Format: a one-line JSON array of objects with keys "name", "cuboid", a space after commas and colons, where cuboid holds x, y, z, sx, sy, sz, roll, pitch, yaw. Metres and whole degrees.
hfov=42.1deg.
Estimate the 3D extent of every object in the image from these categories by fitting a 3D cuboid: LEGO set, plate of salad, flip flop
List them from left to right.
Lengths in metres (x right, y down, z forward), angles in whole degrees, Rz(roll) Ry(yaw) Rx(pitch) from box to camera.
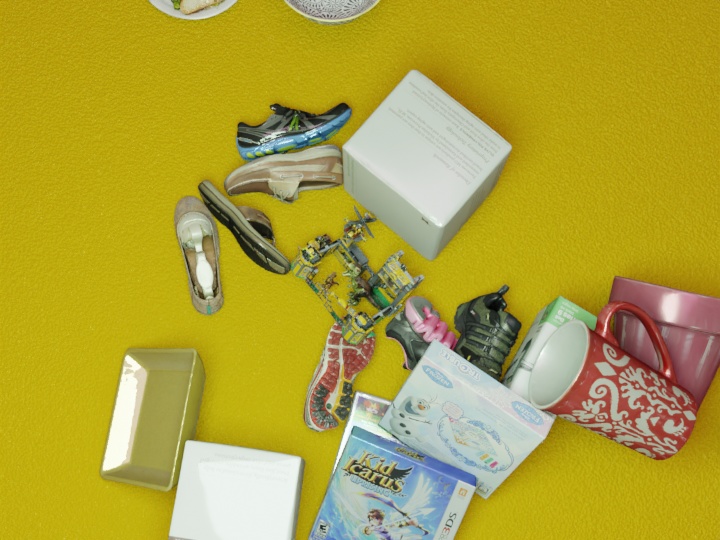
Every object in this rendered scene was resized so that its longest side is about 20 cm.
[{"name": "plate of salad", "cuboid": [-0.287, -0.527, 1.602, 0.198, 0.048, 0.202, 0, 77, -1]}, {"name": "flip flop", "cuboid": [-0.178, -0.075, 1.490, 0.058, 0.081, 0.200, -41, 80, -22]}, {"name": "LEGO set", "cuboid": [0.000, 0.000, 1.434, 0.153, 0.116, 0.201, -19, 68, -40]}]

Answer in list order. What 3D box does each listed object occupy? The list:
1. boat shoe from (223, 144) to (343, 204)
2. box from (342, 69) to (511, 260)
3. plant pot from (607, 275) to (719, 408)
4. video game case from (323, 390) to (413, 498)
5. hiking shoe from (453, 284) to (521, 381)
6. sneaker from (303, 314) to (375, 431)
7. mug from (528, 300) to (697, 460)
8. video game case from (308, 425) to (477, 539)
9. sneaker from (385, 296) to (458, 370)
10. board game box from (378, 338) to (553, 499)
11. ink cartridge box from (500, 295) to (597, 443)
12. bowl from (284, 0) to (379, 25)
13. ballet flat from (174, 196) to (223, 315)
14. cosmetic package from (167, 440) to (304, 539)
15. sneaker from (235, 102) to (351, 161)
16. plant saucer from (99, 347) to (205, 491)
[{"name": "boat shoe", "cuboid": [-0.120, -0.147, 1.509, 0.198, 0.076, 0.072, -14, 80, -4]}, {"name": "box", "cuboid": [0.096, -0.157, 1.454, 0.200, 0.199, 0.172, 39, 79, 8]}, {"name": "plant pot", "cuboid": [0.464, 0.115, 1.420, 0.198, 0.200, 0.181, 12, 92, 1]}, {"name": "video game case", "cuboid": [0.061, 0.301, 1.439, 0.198, 0.022, 0.184, 17, 77, 3]}, {"name": "hiking shoe", "cuboid": [0.193, 0.107, 1.407, 0.075, 0.101, 0.201, 30, 39, -29]}, {"name": "sneaker", "cuboid": [-0.042, 0.155, 1.442, 0.078, 0.082, 0.201, 31, 60, -11]}, {"name": "mug", "cuboid": [0.361, 0.156, 1.278, 0.199, 0.134, 0.178, 29, 118, -13]}, {"name": "video game case", "cuboid": [0.046, 0.351, 1.378, 0.199, 0.045, 0.182, 22, 101, 2]}, {"name": "sneaker", "cuboid": [0.115, 0.139, 1.462, 0.095, 0.079, 0.200, -38, 92, 26]}, {"name": "board game box", "cuboid": [0.146, 0.218, 1.352, 0.199, 0.199, 0.043, 34, 49, 6]}, {"name": "ink cartridge box", "cuboid": [0.274, 0.154, 1.416, 0.084, 0.146, 0.201, 30, 78, 4]}, {"name": "bowl", "cuboid": [-0.050, -0.489, 1.578, 0.199, 0.094, 0.202, 1, 77, -3]}, {"name": "ballet flat", "cuboid": [-0.252, -0.031, 1.480, 0.068, 0.067, 0.201, -14, 78, -9]}, {"name": "cosmetic package", "cuboid": [-0.170, 0.338, 1.330, 0.163, 0.200, 0.166, 8, 77, -1]}, {"name": "sneaker", "cuboid": [-0.110, -0.241, 1.531, 0.198, 0.071, 0.083, -17, 84, -3]}, {"name": "plant saucer", "cuboid": [-0.299, 0.218, 1.386, 0.048, 0.199, 0.202, 20, 73, -41]}]
